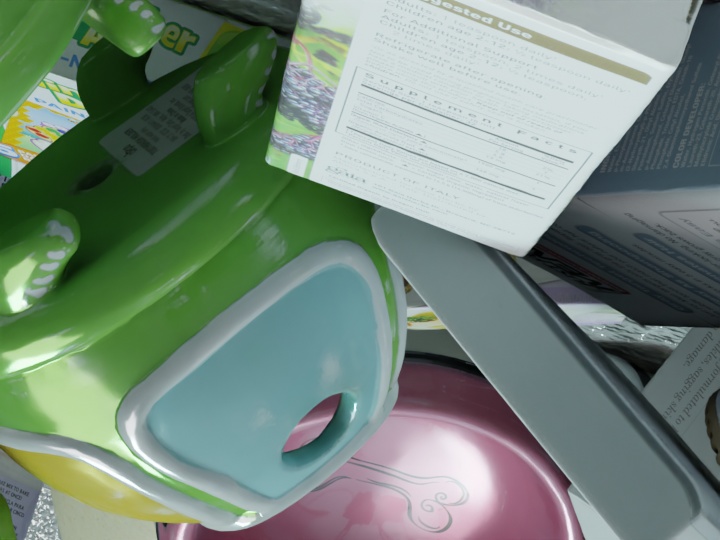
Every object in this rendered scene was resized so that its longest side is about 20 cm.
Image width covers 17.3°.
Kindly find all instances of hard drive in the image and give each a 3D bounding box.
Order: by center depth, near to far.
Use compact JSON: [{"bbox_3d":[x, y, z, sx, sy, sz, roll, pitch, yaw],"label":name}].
[{"bbox_3d":[0.082,0.054,0.730,0.132,0.027,0.200,51,-174,28],"label":"hard drive"}]

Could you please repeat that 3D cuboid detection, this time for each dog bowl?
[{"bbox_3d":[0.005,0.093,0.962,0.199,0.074,0.201,-2,127,-2],"label":"dog bowl"}]

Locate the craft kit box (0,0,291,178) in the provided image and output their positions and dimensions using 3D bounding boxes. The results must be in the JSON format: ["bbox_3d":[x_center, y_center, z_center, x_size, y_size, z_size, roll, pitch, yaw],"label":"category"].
[{"bbox_3d":[-0.101,-0.065,0.899,0.199,0.049,0.198,19,165,5],"label":"craft kit box"}]

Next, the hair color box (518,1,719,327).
[{"bbox_3d":[0.114,-0.027,0.666,0.099,0.061,0.200,27,166,-28],"label":"hair color box"}]

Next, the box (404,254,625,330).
[{"bbox_3d":[0.000,0.000,0.861,0.199,0.042,0.039,-1,167,-1],"label":"box"}]

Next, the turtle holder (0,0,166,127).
[{"bbox_3d":[-0.149,-0.093,0.685,0.132,0.141,0.186,43,-162,-25],"label":"turtle holder"}]

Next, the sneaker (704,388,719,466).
[{"bbox_3d":[0.179,0.024,0.758,0.070,0.108,0.200,58,-160,-2],"label":"sneaker"}]

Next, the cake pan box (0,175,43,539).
[{"bbox_3d":[-0.211,0.017,1.102,0.052,0.185,0.200,3,159,41],"label":"cake pan box"}]

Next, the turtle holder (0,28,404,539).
[{"bbox_3d":[-0.066,0.020,0.727,0.141,0.186,0.132,-7,126,46],"label":"turtle holder"}]

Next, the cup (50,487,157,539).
[{"bbox_3d":[-0.067,0.056,1.091,0.200,0.200,0.143,12,142,33],"label":"cup"}]

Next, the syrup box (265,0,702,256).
[{"bbox_3d":[0.031,-0.069,0.566,0.081,0.079,0.200,20,168,0],"label":"syrup box"}]

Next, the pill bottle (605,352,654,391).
[{"bbox_3d":[0.164,0.124,1.135,0.200,0.112,0.112,26,167,-28],"label":"pill bottle"}]

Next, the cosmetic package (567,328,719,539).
[{"bbox_3d":[0.157,0.101,0.961,0.081,0.113,0.200,34,165,26],"label":"cosmetic package"}]
